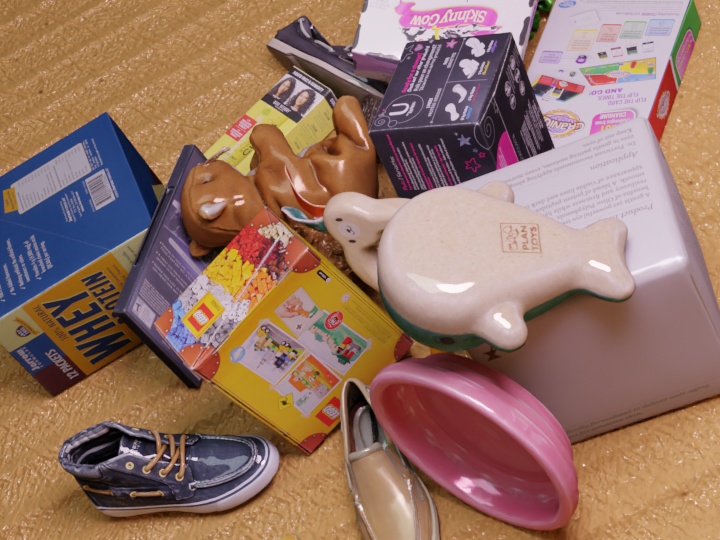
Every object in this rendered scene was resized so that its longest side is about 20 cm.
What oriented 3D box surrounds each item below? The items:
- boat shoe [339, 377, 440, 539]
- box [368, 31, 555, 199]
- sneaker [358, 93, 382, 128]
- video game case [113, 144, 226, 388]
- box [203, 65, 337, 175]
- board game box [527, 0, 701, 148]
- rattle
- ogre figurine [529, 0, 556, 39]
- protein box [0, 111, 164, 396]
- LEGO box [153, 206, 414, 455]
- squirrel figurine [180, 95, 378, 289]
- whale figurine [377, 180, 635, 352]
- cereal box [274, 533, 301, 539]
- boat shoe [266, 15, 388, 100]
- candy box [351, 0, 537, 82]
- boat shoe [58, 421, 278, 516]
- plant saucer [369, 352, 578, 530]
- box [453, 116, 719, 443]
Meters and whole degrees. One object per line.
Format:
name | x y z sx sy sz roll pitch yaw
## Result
boat shoe | 0.014 0.183 1.569 0.072 0.076 0.200 -28 48 6
box | 0.105 -0.104 1.645 0.114 0.200 0.132 -2 46 26
sneaker | 0.044 -0.141 1.793 0.200 0.075 0.071 -11 55 62
video game case | -0.169 -0.004 1.762 0.019 0.143 0.200 -1 55 31
box | -0.112 -0.125 1.887 0.200 0.050 0.075 -45 49 -9
board game box | 0.238 -0.185 1.753 0.153 0.040 0.200 7 60 32
rattle | 0.000 0.000 1.607 0.200 0.130 0.143 25 68 -8
ogre figurine | 0.104 -0.268 1.852 0.200 0.098 0.120 -43 58 7
protein box | -0.295 -0.019 1.845 0.200 0.135 0.199 -31 47 4
LEGO box | -0.066 0.059 1.609 0.149 0.200 0.077 -46 48 1
squirrel figurine | -0.076 -0.048 1.727 0.186 0.142 0.200 -14 73 -22
whale figurine | 0.113 0.004 1.388 0.199 0.104 0.159 -3 54 -2
cereal box | -0.131 0.331 1.559 0.200 0.040 0.144 -21 49 13
boat shoe | -0.025 -0.229 1.906 0.063 0.073 0.200 -49 44 -9
candy box | 0.095 -0.280 1.774 0.167 0.072 0.201 13 76 6
boat shoe | -0.183 0.181 1.654 0.200 0.091 0.071 -13 51 19
plant saucer | 0.102 0.137 1.476 0.200 0.201 0.051 19 60 37
box | 0.197 0.016 1.515 0.199 0.200 0.172 -20 47 14
